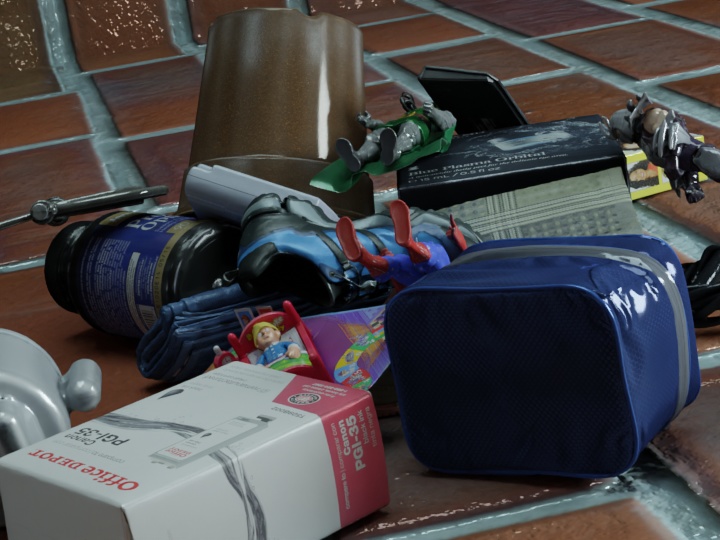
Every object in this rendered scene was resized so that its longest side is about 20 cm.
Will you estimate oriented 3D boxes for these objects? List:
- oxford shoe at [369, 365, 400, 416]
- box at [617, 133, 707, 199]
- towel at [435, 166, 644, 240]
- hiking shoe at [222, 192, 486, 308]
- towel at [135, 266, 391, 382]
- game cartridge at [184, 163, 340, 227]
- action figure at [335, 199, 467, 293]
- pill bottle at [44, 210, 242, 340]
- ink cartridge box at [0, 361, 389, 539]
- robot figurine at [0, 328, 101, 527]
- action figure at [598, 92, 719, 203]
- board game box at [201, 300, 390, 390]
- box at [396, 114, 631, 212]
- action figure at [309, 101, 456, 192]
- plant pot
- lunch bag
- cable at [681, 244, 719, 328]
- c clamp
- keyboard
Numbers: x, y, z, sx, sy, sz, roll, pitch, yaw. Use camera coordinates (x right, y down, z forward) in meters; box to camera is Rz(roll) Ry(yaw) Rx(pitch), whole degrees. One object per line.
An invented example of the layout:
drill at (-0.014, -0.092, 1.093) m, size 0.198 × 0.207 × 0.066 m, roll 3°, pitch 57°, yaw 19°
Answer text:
oxford shoe at (0.044, 0.055, 1.377) m, size 0.200 × 0.074 × 0.071 m, roll -9°, pitch 37°, yaw 4°
box at (0.244, -0.096, 1.883) m, size 0.200 × 0.050 × 0.075 m, roll -16°, pitch 17°, yaw -24°
towel at (0.135, 0.003, 1.493) m, size 0.200 × 0.035 × 0.193 m, roll -14°, pitch 38°, yaw 5°
hiking shoe at (0.000, 0.000, 1.452) m, size 0.200 × 0.074 × 0.087 m, roll 5°, pitch 48°, yaw 9°
towel at (-0.077, 0.041, 1.520) m, size 0.200 × 0.049 × 0.112 m, roll -17°, pitch -16°, yaw -27°
game cartridge at (-0.072, -0.033, 1.635) m, size 0.133 × 0.041 × 0.200 m, roll 14°, pitch -13°, yaw 10°
action figure at (0.048, -0.002, 1.360) m, size 0.065 × 0.052 × 0.200 m, roll -22°, pitch -27°, yaw 15°
pill bottle at (-0.183, 0.006, 1.636) m, size 0.200 × 0.112 × 0.112 m, roll 7°, pitch 22°, yaw 44°
ink cartridge box at (-0.104, 0.134, 1.180) m, size 0.200 × 0.083 × 0.146 m, roll -22°, pitch 21°, yaw -39°
robot figurine at (-0.259, 0.107, 1.311) m, size 0.169 × 0.113 × 0.200 m, roll -19°, pitch 17°, yaw -5°
action figure at (0.281, -0.086, 1.519) m, size 0.200 × 0.070 × 0.130 m, roll 24°, pitch 5°, yaw 21°
board game box at (-0.065, 0.065, 1.360) m, size 0.200 × 0.039 × 0.158 m, roll -10°, pitch 31°, yaw 41°
box at (0.134, -0.054, 1.669) m, size 0.196 × 0.118 × 0.200 m, roll -8°, pitch 14°, yaw 3°
action figure at (0.037, -0.118, 1.651) m, size 0.118 × 0.055 × 0.200 m, roll -9°, pitch 10°, yaw 19°
plant pot at (-0.074, -0.136, 1.798) m, size 0.200 × 0.199 × 0.200 m, roll 3°, pitch -10°, yaw 1°
lunch bag at (0.119, 0.053, 1.251) m, size 0.200 × 0.136 × 0.132 m, roll 0°, pitch 17°, yaw 34°
cable at (0.317, 0.000, 1.493) m, size 0.200 × 0.051 × 0.163 m, roll -13°, pitch 16°, yaw -14°
c clamp at (-0.252, -0.058, 1.668) m, size 0.170 × 0.027 × 0.200 m, roll -13°, pitch 2°, yaw 2°
keyboard at (0.100, -0.144, 1.779) m, size 0.127 × 0.021 × 0.200 m, roll 3°, pitch -20°, yaw 23°
